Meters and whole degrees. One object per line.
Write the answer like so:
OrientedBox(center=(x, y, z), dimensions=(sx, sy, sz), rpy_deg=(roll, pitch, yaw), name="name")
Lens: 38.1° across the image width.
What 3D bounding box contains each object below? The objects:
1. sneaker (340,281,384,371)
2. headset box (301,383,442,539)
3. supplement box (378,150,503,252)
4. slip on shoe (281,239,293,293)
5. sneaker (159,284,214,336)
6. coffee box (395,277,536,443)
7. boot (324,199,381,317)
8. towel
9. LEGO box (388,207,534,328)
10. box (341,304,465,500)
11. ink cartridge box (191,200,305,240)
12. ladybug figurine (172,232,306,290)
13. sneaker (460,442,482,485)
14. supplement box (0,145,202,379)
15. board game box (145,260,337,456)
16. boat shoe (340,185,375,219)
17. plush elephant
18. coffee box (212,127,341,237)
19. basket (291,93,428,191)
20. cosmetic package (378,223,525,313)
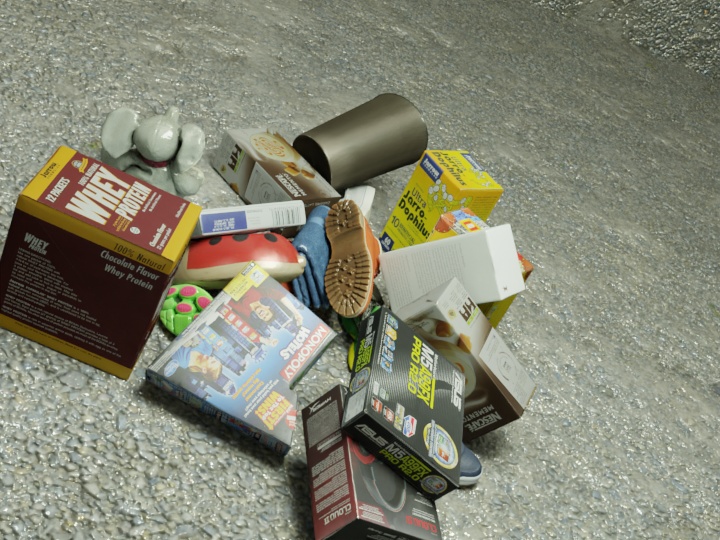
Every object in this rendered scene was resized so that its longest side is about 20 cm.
OrientedBox(center=(0.023, 0.076, 1.562), dimensions=(0.077, 0.086, 0.201), rpy_deg=(15, 34, -20), name="sneaker")
OrientedBox(center=(0.014, 0.257, 1.249), dimensions=(0.148, 0.075, 0.201), rpy_deg=(28, 38, -36), name="headset box")
OrientedBox(center=(0.133, -0.092, 1.775), dimensions=(0.109, 0.201, 0.109), rpy_deg=(-5, 43, -41), name="supplement box")
OrientedBox(center=(-0.128, 0.020, 1.550), dimensions=(0.074, 0.061, 0.201), rpy_deg=(24, 33, -9), name="slip on shoe")
OrientedBox(center=(-0.186, 0.079, 1.426), dimensions=(0.199, 0.084, 0.077), rpy_deg=(20, 74, 9), name="sneaker")
OrientedBox(center=(0.138, 0.128, 1.465), dimensions=(0.200, 0.114, 0.080), rpy_deg=(52, 37, -8), name="coffee box")
OrientedBox(center=(0.000, 0.000, 1.560), dimensions=(0.107, 0.075, 0.201), rpy_deg=(53, 28, -45), name="boot")
OrientedBox(center=(-0.062, -0.024, 1.602), dimensions=(0.048, 0.112, 0.200), rpy_deg=(-8, 20, 14), name="towel")
OrientedBox(center=(0.151, 0.030, 1.616), dimensions=(0.149, 0.201, 0.077), rpy_deg=(44, 35, 23), name="LEGO box")
OrientedBox(center=(0.059, 0.160, 1.293), dimensions=(0.160, 0.044, 0.201), rpy_deg=(41, 32, -19), name="box")
OrientedBox(center=(-0.217, -0.067, 1.548), dimensions=(0.195, 0.199, 0.044), rpy_deg=(-10, 91, -44), name="ink cartridge box")
OrientedBox(center=(-0.174, -0.013, 1.467), dimensions=(0.198, 0.073, 0.136), rpy_deg=(-5, -1, 6), name="ladybug figurine")
OrientedBox(center=(0.093, 0.203, 1.413), dimensions=(0.199, 0.109, 0.070), rpy_deg=(32, 33, 6), name="sneaker")
OrientedBox(center=(-0.332, -0.010, 1.303), dimensions=(0.196, 0.201, 0.133), rpy_deg=(24, 32, -6), name="supplement box")
OrientedBox(center=(-0.133, 0.127, 1.328), dimensions=(0.200, 0.062, 0.200), rpy_deg=(41, 67, 5), name="board game box")
OrientedBox(center=(-0.019, -0.097, 1.796), dimensions=(0.068, 0.072, 0.201), rpy_deg=(12, 35, 3), name="boat shoe")
OrientedBox(center=(-0.312, -0.182, 1.591), dimensions=(0.164, 0.156, 0.200), rpy_deg=(22, 27, -8), name="plush elephant")
OrientedBox(center=(-0.143, -0.151, 1.761), dimensions=(0.114, 0.080, 0.200), rpy_deg=(-11, 49, -45), name="coffee box")
OrientedBox(center=(-0.010, -0.217, 1.834), dimensions=(0.199, 0.137, 0.180), rpy_deg=(-27, 17, -34), name="basket")
OrientedBox(center=(0.131, 0.002, 1.526), dimensions=(0.071, 0.199, 0.102), rpy_deg=(-16, 94, -49), name="cosmetic package")
